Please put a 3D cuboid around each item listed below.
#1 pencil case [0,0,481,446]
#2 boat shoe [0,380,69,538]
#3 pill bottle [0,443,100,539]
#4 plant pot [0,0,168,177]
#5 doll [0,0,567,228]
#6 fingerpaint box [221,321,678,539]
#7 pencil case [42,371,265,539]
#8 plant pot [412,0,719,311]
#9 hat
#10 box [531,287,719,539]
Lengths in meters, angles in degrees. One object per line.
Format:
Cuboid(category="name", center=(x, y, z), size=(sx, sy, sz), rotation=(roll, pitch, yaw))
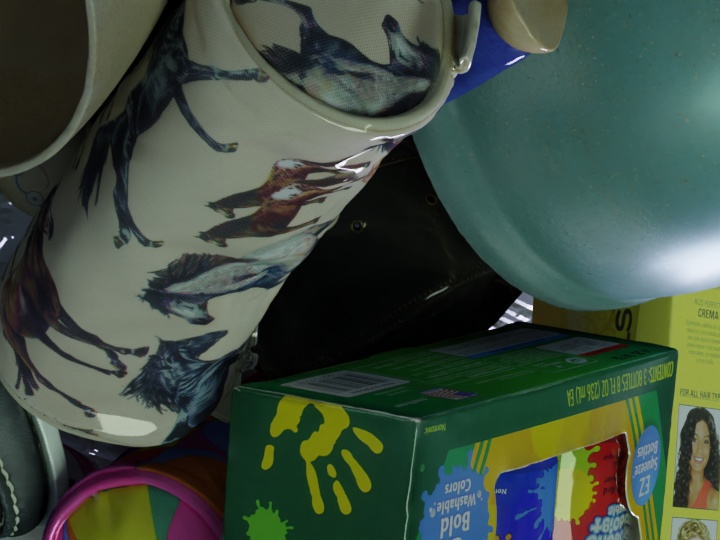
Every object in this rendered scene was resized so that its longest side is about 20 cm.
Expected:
Cuboid(category="pencil case", center=(-0.041, -0.025, 0.860), size=(0.089, 0.078, 0.200), rotation=(10, 143, -25))
Cuboid(category="boat shoe", center=(-0.168, 0.012, 0.944), size=(0.060, 0.076, 0.200), rotation=(-39, 104, -37))
Cuboid(category="pill bottle", center=(-0.191, 0.089, 1.014), size=(0.200, 0.113, 0.113), rotation=(27, 110, -41))
Cuboid(category="plant pot", center=(-0.117, -0.147, 0.830), size=(0.134, 0.200, 0.200), rotation=(-48, 145, -35))
Cuboid(category="doll", center=(-0.038, -0.070, 0.911), size=(0.200, 0.048, 0.137), rotation=(-25, 111, 28))
Cuboid(category="fingerpaint box", center=(0.033, 0.113, 0.968), size=(0.200, 0.073, 0.167), rotation=(-8, 105, -60))
Cuboid(category="pencil case", center=(-0.037, 0.087, 1.021), size=(0.088, 0.088, 0.200), rotation=(-57, 166, 22))
Cuboid(category="plant pot", center=(0.126, -0.088, 0.957), size=(0.200, 0.134, 0.201), rotation=(3, 86, -47))
Cuboid(category="hat", center=(0.000, 0.000, 1.027), size=(0.200, 0.081, 0.201), rotation=(-18, 161, -6))
Cuboid(category="box", center=(0.104, 0.050, 1.093), size=(0.050, 0.075, 0.200), rotation=(9, 84, -46))
